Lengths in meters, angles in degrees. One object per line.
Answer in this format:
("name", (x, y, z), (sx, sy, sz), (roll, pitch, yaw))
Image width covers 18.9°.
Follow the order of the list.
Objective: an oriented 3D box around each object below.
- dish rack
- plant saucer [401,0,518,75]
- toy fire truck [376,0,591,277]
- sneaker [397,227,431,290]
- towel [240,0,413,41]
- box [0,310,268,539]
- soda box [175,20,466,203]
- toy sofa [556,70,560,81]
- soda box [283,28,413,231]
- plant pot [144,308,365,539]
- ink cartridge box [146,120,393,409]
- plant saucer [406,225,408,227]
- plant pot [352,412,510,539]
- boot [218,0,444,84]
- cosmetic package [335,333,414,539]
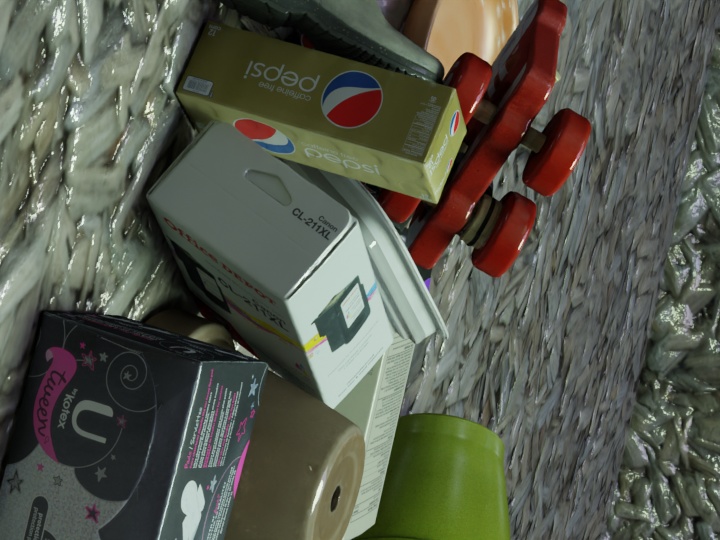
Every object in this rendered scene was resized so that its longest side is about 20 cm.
("dish rack", (-0.014, -0.033, 1.715), (0.043, 0.200, 0.172), (-35, 136, -5))
("plant saucer", (0.079, -0.176, 1.846), (0.200, 0.037, 0.202), (-37, 133, -53))
("toy fire truck", (0.098, -0.103, 1.673), (0.201, 0.111, 0.168), (-58, -172, 32))
("sneaker", (0.000, 0.000, 1.911), (0.199, 0.069, 0.100), (-6, 120, -56))
("towel", (-0.009, -0.236, 1.725), (0.201, 0.032, 0.191), (-67, 150, -14))
("box", (-0.164, 0.141, 1.475), (0.115, 0.131, 0.202), (10, 96, -69))
("soda box", (-0.027, -0.115, 1.562), (0.068, 0.198, 0.064), (65, 45, -64))
("toy sofa", (0.101, -0.158, 2.026), (0.083, 0.098, 0.200), (-31, -165, 38))
("soda box", (0.001, -0.121, 1.706), (0.071, 0.063, 0.201), (-51, 145, -18))
("plant pot", (-0.094, 0.147, 1.633), (0.200, 0.173, 0.202), (16, 90, -74))
("ink cartridge box", (-0.065, -0.001, 1.615), (0.083, 0.145, 0.200), (-47, 156, -15))
("plant saucer", (0.016, -0.091, 2.005), (0.200, 0.034, 0.202), (17, 90, -73))
("plant pot", (0.076, 0.262, 2.285), (0.201, 0.198, 0.195), (73, 25, -61))
("boot", (-0.004, -0.222, 1.580), (0.132, 0.199, 0.068), (-66, -164, -13))
("cosmetic package", (-0.018, 0.138, 2.007), (0.103, 0.086, 0.202), (-12, 116, -72))
